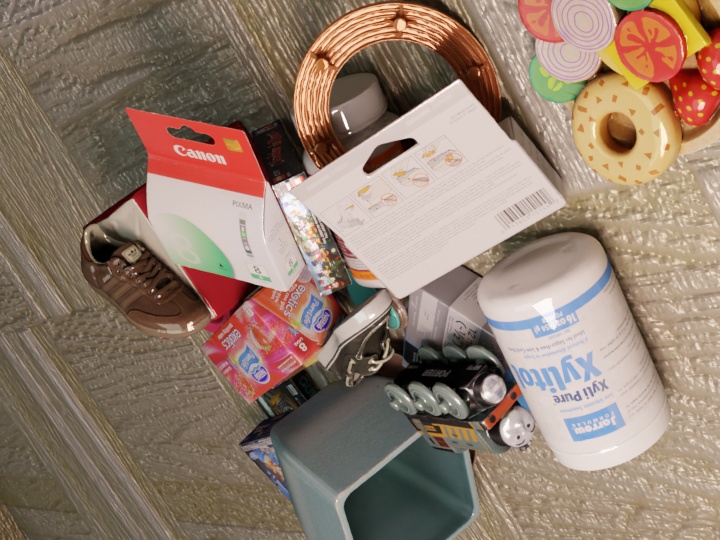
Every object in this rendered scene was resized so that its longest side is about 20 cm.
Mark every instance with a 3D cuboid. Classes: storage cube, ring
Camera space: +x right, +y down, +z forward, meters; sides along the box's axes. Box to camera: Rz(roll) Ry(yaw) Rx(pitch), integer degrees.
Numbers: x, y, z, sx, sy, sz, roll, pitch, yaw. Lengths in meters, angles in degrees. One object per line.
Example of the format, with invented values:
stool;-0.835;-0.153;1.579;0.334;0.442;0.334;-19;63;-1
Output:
storage cube;-0.197;-0.044;1.443;0.171;0.180;0.201;-19;108;54
ring;0.034;-0.152;1.112;0.199;0.019;0.202;2;115;4

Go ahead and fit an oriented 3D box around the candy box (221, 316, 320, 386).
candy box;-0.098;0.074;1.557;0.117;0.056;0.200;51;145;-3

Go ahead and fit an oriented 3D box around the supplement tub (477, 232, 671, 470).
supplement tub;0.208;0.077;1.143;0.131;0.132;0.201;-5;119;50

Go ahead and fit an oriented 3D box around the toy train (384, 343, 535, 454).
toy train;0.106;0.140;1.240;0.114;0.085;0.200;50;158;-14

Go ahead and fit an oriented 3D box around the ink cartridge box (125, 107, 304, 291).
ink cartridge box;-0.160;-0.071;1.225;0.160;0.050;0.201;14;147;29

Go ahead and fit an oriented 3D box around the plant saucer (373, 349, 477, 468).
plant saucer;0.074;0.172;1.475;0.200;0.037;0.201;30;142;27

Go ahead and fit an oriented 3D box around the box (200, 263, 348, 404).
box;-0.106;0.077;1.426;0.100;0.095;0.200;49;150;-1

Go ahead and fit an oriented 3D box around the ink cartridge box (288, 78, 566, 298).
ink cartridge box;0.063;-0.080;1.101;0.199;0.045;0.176;-30;124;25

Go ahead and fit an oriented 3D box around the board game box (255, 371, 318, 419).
board game box;-0.066;0.238;1.706;0.201;0.028;0.135;54;146;-9

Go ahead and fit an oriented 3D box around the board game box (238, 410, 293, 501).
board game box;-0.052;0.293;1.664;0.200;0.062;0.200;53;146;-9

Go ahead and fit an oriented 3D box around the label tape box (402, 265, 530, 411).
label tape box;0.144;0.094;1.292;0.199;0.066;0.144;34;144;25

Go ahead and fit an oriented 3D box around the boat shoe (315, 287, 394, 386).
boat shoe;0.007;0.077;1.290;0.064;0.071;0.200;47;158;6

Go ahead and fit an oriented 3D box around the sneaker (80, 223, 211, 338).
sneaker;-0.254;0.011;1.338;0.199;0.070;0.076;24;138;32

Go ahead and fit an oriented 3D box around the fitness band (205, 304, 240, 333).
fitness band;-0.248;0.015;1.692;0.199;0.037;0.144;25;142;33

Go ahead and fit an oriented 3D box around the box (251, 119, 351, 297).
box;-0.067;-0.073;1.295;0.200;0.037;0.137;-116;4;-65

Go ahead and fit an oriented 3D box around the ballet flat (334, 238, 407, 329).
ballet flat;0.000;0.000;1.355;0.199;0.067;0.068;32;146;38

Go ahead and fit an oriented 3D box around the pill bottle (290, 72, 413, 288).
pill bottle;0.009;-0.093;1.218;0.114;0.114;0.201;4;127;47

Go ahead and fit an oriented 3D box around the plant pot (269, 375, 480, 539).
plant pot;0.000;0.245;1.440;0.199;0.196;0.197;27;142;44

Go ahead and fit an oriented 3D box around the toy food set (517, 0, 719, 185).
toy food set;0.218;-0.175;0.957;0.198;0.049;0.200;51;147;-3
